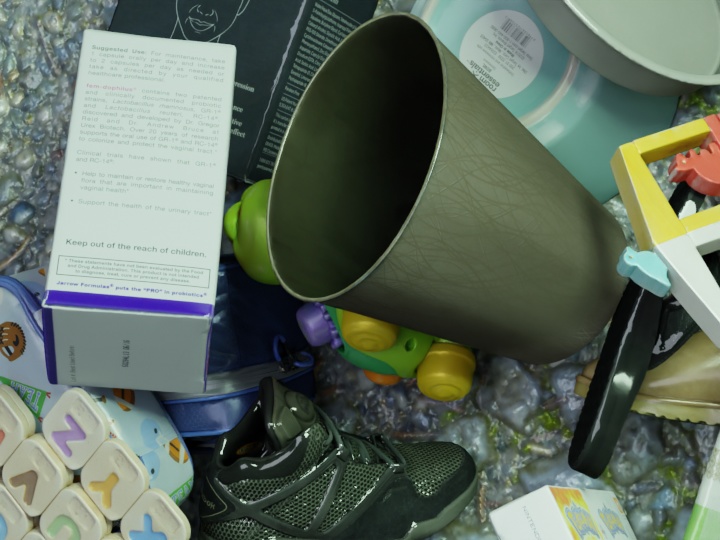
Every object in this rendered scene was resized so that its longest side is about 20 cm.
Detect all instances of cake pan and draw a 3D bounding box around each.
[{"bbox_3d":[0.171,-0.193,1.079,0.037,0.199,0.201,-44,66,47],"label":"cake pan"}]

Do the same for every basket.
[{"bbox_3d":[0.062,-0.031,1.033,0.135,0.199,0.182,-6,65,44],"label":"basket"}]

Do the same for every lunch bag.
[{"bbox_3d":[-0.210,0.108,1.122,0.160,0.075,0.201,-33,84,30],"label":"lunch bag"},{"bbox_3d":[-0.123,0.060,1.187,0.199,0.136,0.134,-5,96,28],"label":"lunch bag"}]

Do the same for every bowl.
[{"bbox_3d":[0.105,-0.140,1.135,0.199,0.105,0.203,-3,82,23],"label":"bowl"}]

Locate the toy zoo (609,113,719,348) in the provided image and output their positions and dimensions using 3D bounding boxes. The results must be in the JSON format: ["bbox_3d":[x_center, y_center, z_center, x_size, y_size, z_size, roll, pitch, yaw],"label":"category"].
[{"bbox_3d":[0.234,-0.034,0.994,0.199,0.020,0.132,-18,67,-21],"label":"toy zoo"}]

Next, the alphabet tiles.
[{"bbox_3d":[-0.191,0.174,1.076,0.200,0.015,0.196,49,125,10],"label":"alphabet tiles"}]

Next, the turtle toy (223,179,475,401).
[{"bbox_3d":[0.000,0.000,1.128,0.101,0.200,0.147,-19,50,39],"label":"turtle toy"}]

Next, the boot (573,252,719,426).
[{"bbox_3d":[0.235,-0.001,1.089,0.174,0.066,0.202,8,88,11],"label":"boot"}]

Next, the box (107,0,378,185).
[{"bbox_3d":[-0.087,-0.171,1.218,0.148,0.107,0.201,22,93,24],"label":"box"}]

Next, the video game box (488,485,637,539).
[{"bbox_3d":[0.155,0.220,1.021,0.047,0.200,0.183,-30,74,13],"label":"video game box"}]

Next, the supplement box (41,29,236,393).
[{"bbox_3d":[-0.135,-0.037,1.058,0.102,0.101,0.201,4,60,-6],"label":"supplement box"}]

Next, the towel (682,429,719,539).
[{"bbox_3d":[0.281,0.102,1.033,0.148,0.031,0.201,19,93,-16],"label":"towel"}]

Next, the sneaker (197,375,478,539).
[{"bbox_3d":[-0.010,0.124,1.108,0.076,0.198,0.115,-130,38,-55],"label":"sneaker"}]

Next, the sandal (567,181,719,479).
[{"bbox_3d":[0.182,0.034,1.038,0.048,0.075,0.202,21,90,-1],"label":"sandal"}]
